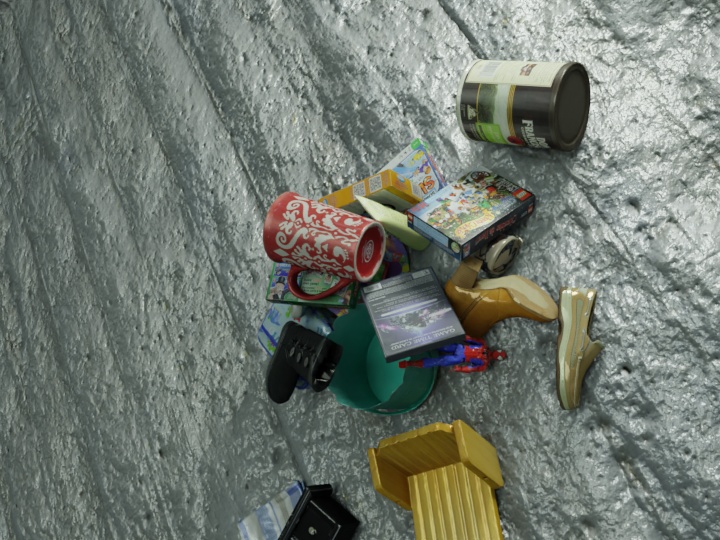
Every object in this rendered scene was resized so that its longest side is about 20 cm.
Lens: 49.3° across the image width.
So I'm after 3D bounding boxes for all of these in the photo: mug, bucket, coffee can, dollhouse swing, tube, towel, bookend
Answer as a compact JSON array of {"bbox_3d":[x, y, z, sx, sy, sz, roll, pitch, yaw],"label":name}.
[{"bbox_3d":[-0.059,-0.040,1.433,0.196,0.181,0.134,15,44,30],"label":"mug"},{"bbox_3d":[0.043,0.167,1.471,0.203,0.133,0.213,-10,73,35],"label":"bucket"},{"bbox_3d":[0.289,-0.296,1.393,0.197,0.145,0.150,14,87,39],"label":"coffee can"},{"bbox_3d":[0.129,0.392,1.340,0.197,0.181,0.179,-22,46,30],"label":"dollhouse swing"},{"bbox_3d":[0.063,-0.088,1.478,0.057,0.198,0.053,-2,75,34],"label":"tube"},{"bbox_3d":[-0.168,0.541,1.610,0.199,0.024,0.149,-38,60,24],"label":"towel"},{"bbox_3d":[-0.059,0.548,1.471,0.198,0.092,0.202,33,97,30],"label":"bookend"}]

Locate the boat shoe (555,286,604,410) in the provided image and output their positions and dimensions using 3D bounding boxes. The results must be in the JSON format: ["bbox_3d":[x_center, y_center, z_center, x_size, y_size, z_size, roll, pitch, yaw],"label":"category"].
[{"bbox_3d":[0.362,0.127,1.287,0.074,0.071,0.206,0,80,20],"label":"boat shoe"}]

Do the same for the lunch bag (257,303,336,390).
[{"bbox_3d":[-0.121,0.142,1.639,0.200,0.082,0.162,46,110,36],"label":"lunch bag"}]

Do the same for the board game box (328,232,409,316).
[{"bbox_3d":[0.000,0.000,1.538,0.196,0.039,0.161,-26,88,2],"label":"board game box"}]

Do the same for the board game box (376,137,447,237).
[{"bbox_3d":[0.077,-0.151,1.587,0.199,0.034,0.138,-39,58,24],"label":"board game box"}]

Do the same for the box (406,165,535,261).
[{"bbox_3d":[0.198,-0.107,1.401,0.136,0.198,0.038,34,144,36],"label":"box"}]

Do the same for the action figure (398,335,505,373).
[{"bbox_3d":[0.164,0.146,1.366,0.052,0.195,0.067,141,130,-65],"label":"action figure"}]

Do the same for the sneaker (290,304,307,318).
[{"bbox_3d":[-0.089,0.020,1.602,0.080,0.075,0.203,13,48,2],"label":"sneaker"}]

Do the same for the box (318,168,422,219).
[{"bbox_3d":[0.010,-0.133,1.535,0.196,0.118,0.043,-17,69,32],"label":"box"}]

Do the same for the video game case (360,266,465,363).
[{"bbox_3d":[0.087,0.072,1.366,0.139,0.019,0.202,-16,37,-4],"label":"video game case"}]

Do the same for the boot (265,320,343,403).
[{"bbox_3d":[-0.108,0.193,1.478,0.199,0.064,0.170,16,96,60],"label":"boot"}]

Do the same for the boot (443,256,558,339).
[{"bbox_3d":[0.238,0.074,1.385,0.198,0.071,0.146,29,130,13],"label":"boot"}]

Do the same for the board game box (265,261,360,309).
[{"bbox_3d":[-0.085,-0.001,1.505,0.196,0.029,0.138,3,73,32],"label":"board game box"}]

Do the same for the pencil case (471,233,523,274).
[{"bbox_3d":[0.202,-0.066,1.444,0.198,0.078,0.090,34,83,37],"label":"pencil case"}]
